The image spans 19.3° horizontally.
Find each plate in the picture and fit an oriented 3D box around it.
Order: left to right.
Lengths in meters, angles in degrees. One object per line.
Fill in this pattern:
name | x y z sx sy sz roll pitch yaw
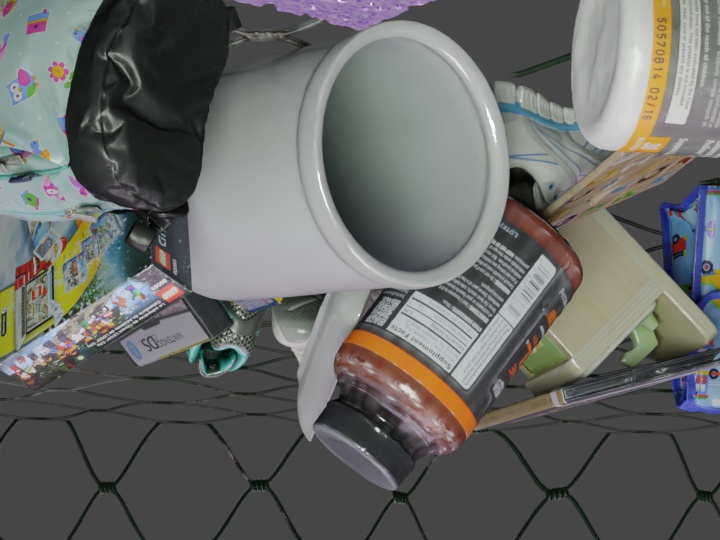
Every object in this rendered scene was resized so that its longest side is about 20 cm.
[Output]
plate | 0.000 0.000 1.553 0.032 0.200 0.200 22 148 1

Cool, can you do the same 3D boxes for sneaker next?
sneaker | -0.123 0.044 1.711 0.077 0.091 0.200 12 164 -13
sneaker | -0.025 0.052 1.718 0.070 0.080 0.200 10 -173 13
sneaker | 0.139 -0.075 1.522 0.200 0.087 0.075 9 166 -37

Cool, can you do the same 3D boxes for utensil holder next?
utensil holder | -0.030 -0.064 1.394 0.170 0.170 0.200 11 167 -40

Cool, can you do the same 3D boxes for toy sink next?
toy sink | 0.163 0.025 1.690 0.200 0.112 0.130 46 165 -1

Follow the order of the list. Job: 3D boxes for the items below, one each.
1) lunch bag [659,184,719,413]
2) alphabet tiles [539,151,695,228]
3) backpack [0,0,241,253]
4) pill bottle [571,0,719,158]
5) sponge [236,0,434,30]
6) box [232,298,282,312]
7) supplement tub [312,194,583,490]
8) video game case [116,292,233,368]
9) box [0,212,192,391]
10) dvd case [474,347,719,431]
lunch bag | 0.335 0.039 1.769 0.150 0.200 0.094 4 169 -13
alphabet tiles | 0.205 -0.079 1.465 0.167 0.008 0.200 -23 169 -33
backpack | -0.188 -0.105 1.296 0.200 0.167 0.127 -3 150 39
pill bottle | 0.228 -0.119 1.200 0.200 0.117 0.116 4 169 -10
sponge | 0.015 -0.177 1.161 0.111 0.030 0.200 10 167 -35
box | -0.135 -0.052 1.532 0.200 0.070 0.064 33 158 -18
supplement tub | 0.054 0.048 1.420 0.107 0.200 0.107 36 166 10
video game case | -0.195 -0.020 1.646 0.025 0.200 0.181 -38 -173 -25
box | -0.174 -0.037 1.366 0.136 0.200 0.038 -31 134 25
dvd case | 0.191 0.097 1.702 0.148 0.016 0.200 -13 173 -19
